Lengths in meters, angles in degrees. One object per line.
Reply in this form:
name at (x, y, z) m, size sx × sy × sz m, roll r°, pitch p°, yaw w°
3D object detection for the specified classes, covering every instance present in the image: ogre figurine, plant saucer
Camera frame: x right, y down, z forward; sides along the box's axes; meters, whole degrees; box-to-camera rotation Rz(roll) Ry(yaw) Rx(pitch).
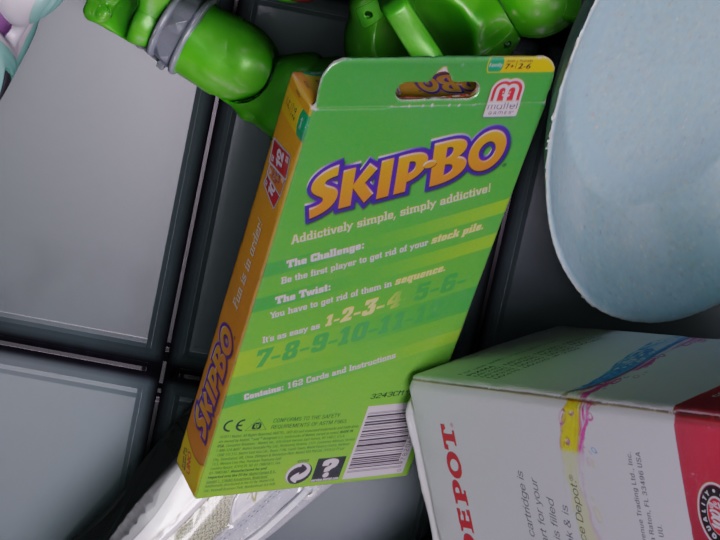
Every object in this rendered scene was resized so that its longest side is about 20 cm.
ogre figurine at (0.005, -0.114, 0.923) m, size 0.200 × 0.098 × 0.120 m, roll -33°, pitch 94°, yaw -10°
plant saucer at (0.131, -0.078, 0.934) m, size 0.200 × 0.039 × 0.202 m, roll -25°, pitch 132°, yaw -32°

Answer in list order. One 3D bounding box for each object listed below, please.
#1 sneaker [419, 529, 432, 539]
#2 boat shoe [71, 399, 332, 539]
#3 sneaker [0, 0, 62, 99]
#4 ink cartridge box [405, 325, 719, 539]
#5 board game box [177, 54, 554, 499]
sneaker at (0.013, 0.151, 0.975) m, size 0.200 × 0.112 × 0.073 m, roll -50°, pitch 60°, yaw 9°
boat shoe at (-0.081, 0.124, 0.990) m, size 0.065 × 0.074 × 0.202 m, roll 39°, pitch 90°, yaw -13°
sneaker at (-0.155, -0.156, 0.909) m, size 0.140 × 0.078 × 0.200 m, roll 34°, pitch 99°, yaw -12°
ink cartridge box at (0.116, 0.102, 0.880) m, size 0.083 × 0.200 × 0.147 m, roll -19°, pitch 103°, yaw -32°
board game box at (0.000, 0.000, 0.901) m, size 0.095 × 0.030 × 0.201 m, roll -4°, pitch 133°, yaw -29°
